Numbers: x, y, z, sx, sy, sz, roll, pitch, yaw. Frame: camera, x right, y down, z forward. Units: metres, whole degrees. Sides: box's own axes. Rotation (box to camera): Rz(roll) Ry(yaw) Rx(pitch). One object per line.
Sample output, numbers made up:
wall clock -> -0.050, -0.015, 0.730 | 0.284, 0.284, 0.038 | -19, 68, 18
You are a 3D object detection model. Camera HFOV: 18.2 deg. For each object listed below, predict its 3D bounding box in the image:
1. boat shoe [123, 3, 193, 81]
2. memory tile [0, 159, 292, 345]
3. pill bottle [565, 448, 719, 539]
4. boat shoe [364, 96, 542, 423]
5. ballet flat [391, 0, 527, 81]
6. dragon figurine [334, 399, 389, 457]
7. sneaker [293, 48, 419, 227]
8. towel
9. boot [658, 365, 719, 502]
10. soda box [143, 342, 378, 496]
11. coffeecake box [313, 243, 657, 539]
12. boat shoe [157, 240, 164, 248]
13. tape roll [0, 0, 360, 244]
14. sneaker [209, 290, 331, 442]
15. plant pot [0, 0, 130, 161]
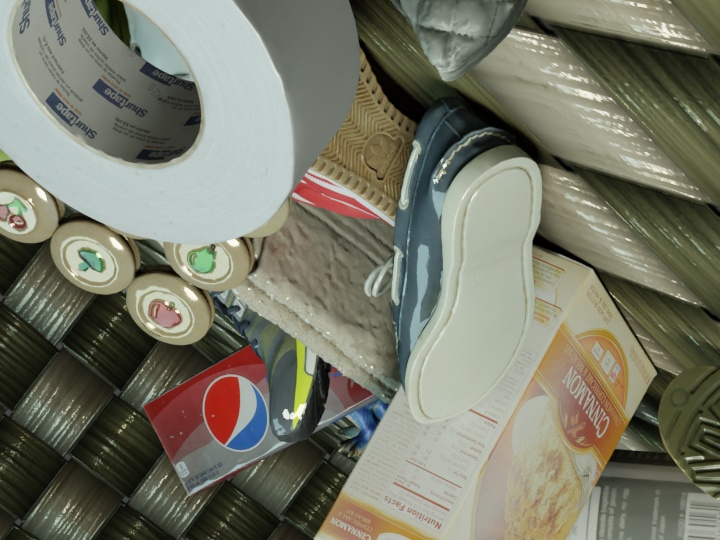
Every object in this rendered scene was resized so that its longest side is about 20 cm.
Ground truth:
boat shoe -> -0.102, -0.115, 1.330 | 0.073, 0.065, 0.200 | 34, 172, 26
memory tile -> -0.142, -0.051, 1.183 | 0.199, 0.017, 0.153 | 34, 133, -6
pill bottle -> 0.144, 0.166, 1.379 | 0.198, 0.115, 0.114 | 3, 163, 13
boat shoe -> 0.044, -0.001, 1.136 | 0.062, 0.075, 0.201 | 52, 157, 33
ballet flat -> -0.024, -0.145, 0.840 | 0.200, 0.057, 0.066 | 35, 171, 17
dragon figurine -> -0.010, 0.065, 1.494 | 0.199, 0.100, 0.059 | 17, -169, 4
sneaker -> -0.029, -0.083, 1.171 | 0.200, 0.071, 0.112 | 41, 169, -36
towel -> 0.000, 0.000, 1.298 | 0.034, 0.133, 0.200 | -19, 137, 37
boot -> 0.245, 0.136, 1.238 | 0.175, 0.066, 0.200 | 35, 173, 19
soda box -> -0.039, 0.068, 1.416 | 0.063, 0.199, 0.070 | -20, -98, -58
coffeecake box -> 0.075, 0.102, 1.272 | 0.073, 0.201, 0.154 | 24, 167, 29
boat shoe -> -0.104, -0.064, 1.443 | 0.201, 0.072, 0.068 | 59, 137, 21
tape roll -> -0.102, -0.108, 1.039 | 0.199, 0.066, 0.201 | 20, 140, 18
sneaker -> -0.065, 0.011, 1.333 | 0.074, 0.080, 0.201 | 79, 179, -63
plant pot -> -0.218, -0.152, 1.274 | 0.200, 0.201, 0.184 | 37, 161, -1
